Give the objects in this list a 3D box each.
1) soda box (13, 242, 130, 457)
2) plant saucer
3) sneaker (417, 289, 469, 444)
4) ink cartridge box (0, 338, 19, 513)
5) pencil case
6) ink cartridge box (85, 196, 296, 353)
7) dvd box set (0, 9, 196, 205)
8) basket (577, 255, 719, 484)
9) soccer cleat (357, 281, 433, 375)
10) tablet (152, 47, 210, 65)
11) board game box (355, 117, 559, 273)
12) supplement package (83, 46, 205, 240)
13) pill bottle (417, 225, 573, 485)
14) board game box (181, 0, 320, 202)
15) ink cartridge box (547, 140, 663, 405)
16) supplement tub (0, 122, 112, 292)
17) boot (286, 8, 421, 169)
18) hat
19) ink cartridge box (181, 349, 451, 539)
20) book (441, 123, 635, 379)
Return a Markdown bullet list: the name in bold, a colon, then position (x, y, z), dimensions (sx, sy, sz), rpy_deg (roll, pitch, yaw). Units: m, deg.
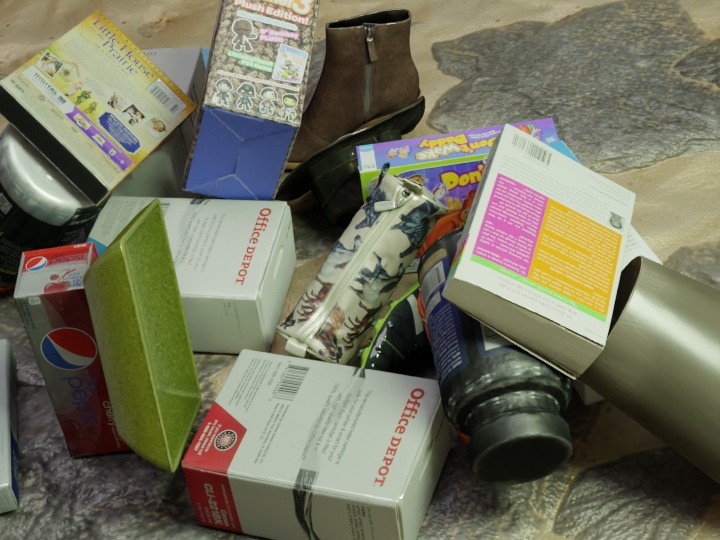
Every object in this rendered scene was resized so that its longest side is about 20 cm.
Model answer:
- **soda box**: position (-0.248, 0.074, 1.325), dimensions (0.069, 0.202, 0.064), rpy_deg (-7, 40, 2)
- **plant saucer**: position (-0.192, 0.055, 1.293), dimensions (0.047, 0.203, 0.200), rpy_deg (-10, 12, 3)
- **sneaker**: position (0.091, 0.071, 1.349), dimensions (0.072, 0.078, 0.202), rpy_deg (-5, 58, 2)
- **ink cartridge box**: position (-0.418, 0.162, 1.377), dimensions (0.197, 0.041, 0.201), rpy_deg (-12, 41, -4)
- **pencil case**: position (0.000, 0.000, 1.399), dimensions (0.077, 0.089, 0.201), rpy_deg (34, 90, 23)
- **ink cartridge box**: position (-0.175, 0.002, 1.483), dimensions (0.197, 0.087, 0.147), rpy_deg (4, 42, 11)
- **dvd box set**: position (-0.260, -0.165, 1.461), dimensions (0.146, 0.029, 0.200), rpy_deg (44, 35, -8)
- **basket**: position (0.286, 0.085, 1.210), dimensions (0.198, 0.137, 0.181), rpy_deg (30, 44, -1)
- **soccer cleat**: position (0.063, 0.055, 1.403), dimensions (0.080, 0.068, 0.200), rpy_deg (29, 52, 15)
- **tablet**: position (-0.180, -0.234, 1.808), dimensions (0.197, 0.014, 0.131), rpy_deg (1, 42, 10)
- **board game box**: position (0.101, -0.072, 1.483), dimensions (0.197, 0.136, 0.045), rpy_deg (-9, 40, 0)
- **supplement package**: position (-0.237, -0.141, 1.630), dimensions (0.119, 0.121, 0.201), rpy_deg (-2, 41, 8)
- **pill bottle**: position (0.115, 0.069, 1.237), dimensions (0.110, 0.112, 0.202), rpy_deg (-9, 57, -1)
- **board game box**: position (-0.108, -0.194, 1.496), dimensions (0.095, 0.160, 0.202), rpy_deg (12, 59, -8)
- **ink cartridge box**: position (0.199, 0.001, 1.375), dimensions (0.083, 0.146, 0.201), rpy_deg (-18, 42, -10)
- **supplement tub**: position (-0.340, -0.065, 1.493), dimensions (0.121, 0.200, 0.124), rpy_deg (21, 51, -28)
- **boot**: position (-0.032, -0.203, 1.628), dimensions (0.197, 0.168, 0.073), rpy_deg (-12, 43, -5)
- **hat**: position (0.007, -0.099, 1.556), dimensions (0.199, 0.201, 0.081), rpy_deg (-30, 84, -23)
- **ink cartridge box**: position (-0.033, 0.159, 1.282), dimensions (0.197, 0.085, 0.145), rpy_deg (7, 43, 20)
- **book**: position (0.151, -0.024, 1.222), dimensions (0.132, 0.048, 0.201), rpy_deg (29, 45, -5)
